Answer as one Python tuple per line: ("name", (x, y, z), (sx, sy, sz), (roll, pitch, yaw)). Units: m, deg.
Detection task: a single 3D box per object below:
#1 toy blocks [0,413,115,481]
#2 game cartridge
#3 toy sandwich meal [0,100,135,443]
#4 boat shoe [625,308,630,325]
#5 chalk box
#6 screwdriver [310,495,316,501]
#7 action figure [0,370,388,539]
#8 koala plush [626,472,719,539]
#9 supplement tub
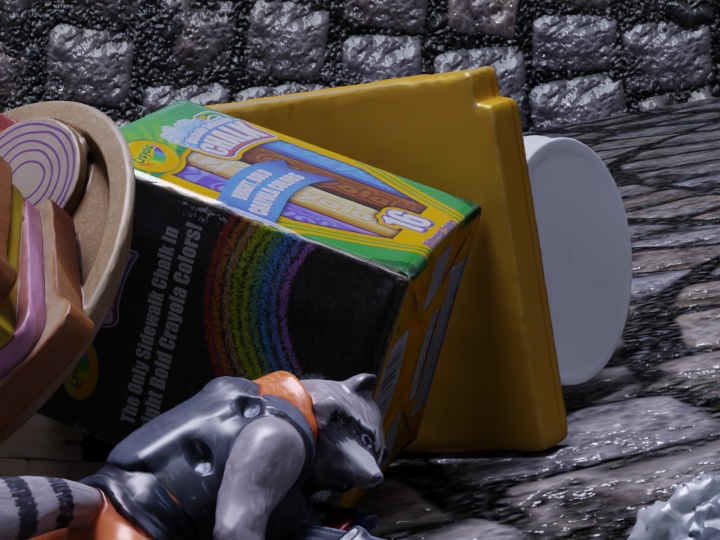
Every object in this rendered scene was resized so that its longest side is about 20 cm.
("toy blocks", (-0.124, 0.075, 1.012), (0.135, 0.101, 0.200), (3, 9, 5))
("game cartridge", (0.000, 0.000, 1.015), (0.199, 0.178, 0.032), (-4, 9, 36))
("toy sandwich meal", (-0.171, 0.003, 0.816), (0.204, 0.070, 0.206), (-24, 43, 25))
("boat shoe", (0.059, 0.028, 1.211), (0.199, 0.073, 0.065), (-11, -31, 34))
("chalk box", (-0.067, 0.007, 0.934), (0.198, 0.126, 0.124), (22, 20, 13))
("screwdriver", (-0.110, 0.112, 0.895), (0.198, 0.028, 0.029), (-9, 35, 20))
("action figure", (-0.056, 0.087, 0.718), (0.193, 0.106, 0.199), (-27, 14, -37))
("koala plush", (0.180, 0.051, 0.579), (0.199, 0.185, 0.177), (-36, 31, -25))
("supplement tub", (0.027, -0.001, 1.104), (0.199, 0.147, 0.145), (-3, 10, 39))
